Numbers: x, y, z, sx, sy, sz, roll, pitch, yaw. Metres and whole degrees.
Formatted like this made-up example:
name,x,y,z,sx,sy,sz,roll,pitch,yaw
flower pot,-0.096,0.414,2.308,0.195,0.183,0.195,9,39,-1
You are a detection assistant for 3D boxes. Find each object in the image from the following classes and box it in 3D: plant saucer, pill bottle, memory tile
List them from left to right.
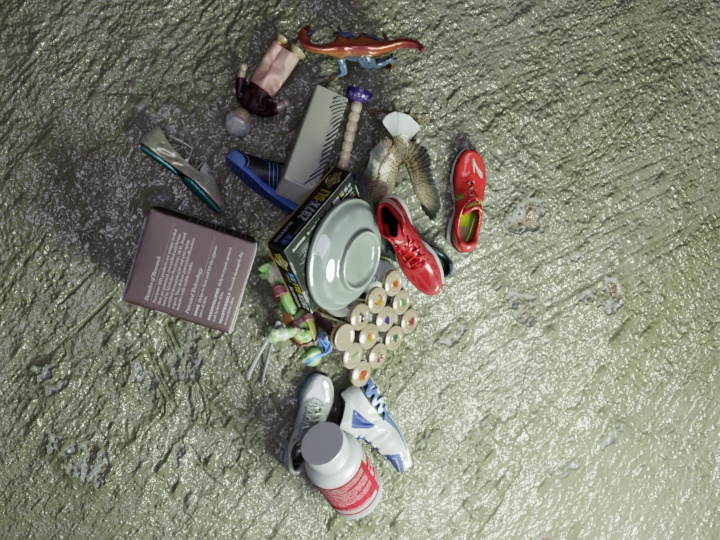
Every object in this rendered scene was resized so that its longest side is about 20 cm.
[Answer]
name,x,y,z,sx,sy,sz,roll,pitch,yaw
pill bottle,-0.037,0.368,1.488,0.111,0.113,0.202,-32,136,-6
plant saucer,-0.014,-0.022,1.406,0.199,0.049,0.205,-30,129,-44
memory tile,0.031,0.108,1.508,0.200,0.017,0.155,-45,130,-26

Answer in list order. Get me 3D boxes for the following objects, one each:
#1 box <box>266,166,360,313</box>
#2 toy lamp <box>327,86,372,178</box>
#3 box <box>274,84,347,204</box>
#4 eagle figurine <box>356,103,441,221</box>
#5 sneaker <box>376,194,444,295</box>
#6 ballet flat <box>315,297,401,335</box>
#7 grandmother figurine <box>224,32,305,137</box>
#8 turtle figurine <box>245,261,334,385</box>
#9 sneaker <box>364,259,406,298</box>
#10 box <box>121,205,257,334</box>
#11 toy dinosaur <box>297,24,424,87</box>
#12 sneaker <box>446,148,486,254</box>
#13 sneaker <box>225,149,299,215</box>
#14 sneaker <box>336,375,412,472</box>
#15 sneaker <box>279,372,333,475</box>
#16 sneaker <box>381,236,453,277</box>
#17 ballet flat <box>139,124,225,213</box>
name,x,y,z,sx,sy,sz,roll,pitch,yaw
box,-0.066,-0.054,1.403,0.201,0.049,0.161,-52,144,-26
toy lamp,-0.022,-0.239,1.515,0.057,0.058,0.205,14,92,-10
box,-0.089,-0.227,1.456,0.067,0.082,0.204,21,68,-12
eagle figurine,0.081,-0.198,1.503,0.148,0.151,0.206,8,88,-30
sneaker,0.080,-0.035,1.445,0.078,0.115,0.202,-33,91,17
ballet flat,-0.005,0.083,1.539,0.195,0.069,0.071,15,92,-11
grandmother figurine,-0.181,-0.332,1.482,0.120,0.061,0.202,37,91,17
turtle figurine,-0.161,0.095,1.469,0.197,0.143,0.198,-23,78,22
sneaker,0.000,0.000,1.530,0.196,0.071,0.075,23,91,-11
box,-0.298,-0.005,1.430,0.195,0.166,0.168,17,92,-10
toy dinosaur,-0.017,-0.417,1.460,0.178,0.198,0.108,-1,78,-41
sneaker,0.215,-0.133,1.549,0.075,0.085,0.206,2,94,-10
sneaker,-0.155,-0.173,1.496,0.198,0.070,0.079,36,75,-11
sneaker,0.012,0.307,1.560,0.113,0.081,0.203,-29,92,-2
sneaker,-0.096,0.297,1.531,0.073,0.087,0.205,17,90,-9
sneaker,0.097,-0.040,1.538,0.196,0.081,0.076,21,91,-11
ballet flat,-0.312,-0.189,1.466,0.199,0.067,0.063,41,78,-11
